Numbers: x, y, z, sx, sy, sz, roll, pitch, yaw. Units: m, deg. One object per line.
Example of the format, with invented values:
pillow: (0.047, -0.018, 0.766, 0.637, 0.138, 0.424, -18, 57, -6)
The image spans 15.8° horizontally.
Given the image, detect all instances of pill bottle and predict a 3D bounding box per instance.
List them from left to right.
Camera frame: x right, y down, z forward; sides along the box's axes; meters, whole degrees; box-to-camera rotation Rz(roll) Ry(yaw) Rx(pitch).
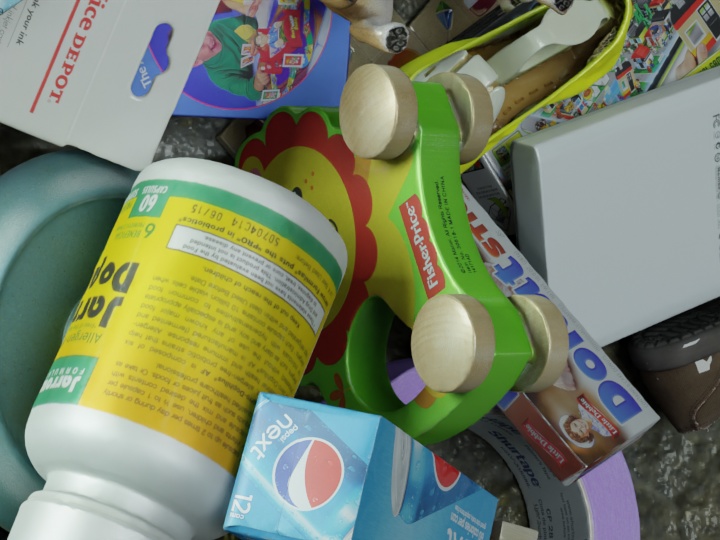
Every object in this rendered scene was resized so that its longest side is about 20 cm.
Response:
pill bottle: (-0.090, 0.058, 1.219, 0.113, 0.113, 0.200, 31, 69, -22)

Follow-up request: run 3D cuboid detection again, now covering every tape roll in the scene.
tape roll: (0.052, 0.145, 1.406, 0.200, 0.066, 0.200, 4, 82, -28)

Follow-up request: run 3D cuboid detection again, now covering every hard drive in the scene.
hard drive: (0.170, -0.037, 1.478, 0.200, 0.027, 0.132, -21, 115, -35)

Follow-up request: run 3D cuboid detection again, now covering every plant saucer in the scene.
plant saucer: (-0.127, 0.039, 1.279, 0.200, 0.027, 0.200, 1, 89, -42)

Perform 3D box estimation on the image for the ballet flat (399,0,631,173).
ballet flat: (0.070, -0.103, 1.390, 0.200, 0.067, 0.067, -32, 84, -27)

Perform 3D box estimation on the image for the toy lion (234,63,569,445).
toy lion: (0.000, 0.000, 1.301, 0.069, 0.192, 0.200, 0, 63, -39)

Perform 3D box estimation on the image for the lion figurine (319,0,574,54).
lion figurine: (0.035, -0.161, 1.339, 0.200, 0.122, 0.073, -8, 110, -38)

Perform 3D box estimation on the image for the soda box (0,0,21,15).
soda box: (-0.225, -0.122, 1.198, 0.200, 0.064, 0.068, -34, 106, 3)

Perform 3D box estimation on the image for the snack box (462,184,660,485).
snack box: (0.072, 0.022, 1.391, 0.072, 0.024, 0.200, -27, 73, -45)

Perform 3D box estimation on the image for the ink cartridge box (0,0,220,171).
ink cartridge box: (-0.177, -0.139, 1.268, 0.200, 0.067, 0.117, 23, 99, -12)

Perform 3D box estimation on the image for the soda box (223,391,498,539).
soda box: (0.005, 0.117, 1.244, 0.200, 0.064, 0.068, 41, 61, -66)

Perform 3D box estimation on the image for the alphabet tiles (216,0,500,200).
alphabet tiles: (0.015, -0.103, 1.445, 0.167, 0.008, 0.200, 50, 66, -16)

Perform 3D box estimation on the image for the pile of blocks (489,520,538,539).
pile of blocks: (0.097, 0.210, 1.351, 0.082, 0.062, 0.200, -44, 105, -25)

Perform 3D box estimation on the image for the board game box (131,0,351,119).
board game box: (-0.070, -0.180, 1.350, 0.134, 0.045, 0.200, 1, 99, -24)

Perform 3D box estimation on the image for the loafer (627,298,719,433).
loafer: (0.245, 0.043, 1.525, 0.200, 0.073, 0.071, -18, 104, -24)

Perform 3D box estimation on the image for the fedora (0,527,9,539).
fedora: (-0.171, 0.215, 1.260, 0.200, 0.092, 0.201, 3, 83, -28)

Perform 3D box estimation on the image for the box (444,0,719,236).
box: (0.127, -0.118, 1.483, 0.200, 0.035, 0.110, -38, 103, -26)
